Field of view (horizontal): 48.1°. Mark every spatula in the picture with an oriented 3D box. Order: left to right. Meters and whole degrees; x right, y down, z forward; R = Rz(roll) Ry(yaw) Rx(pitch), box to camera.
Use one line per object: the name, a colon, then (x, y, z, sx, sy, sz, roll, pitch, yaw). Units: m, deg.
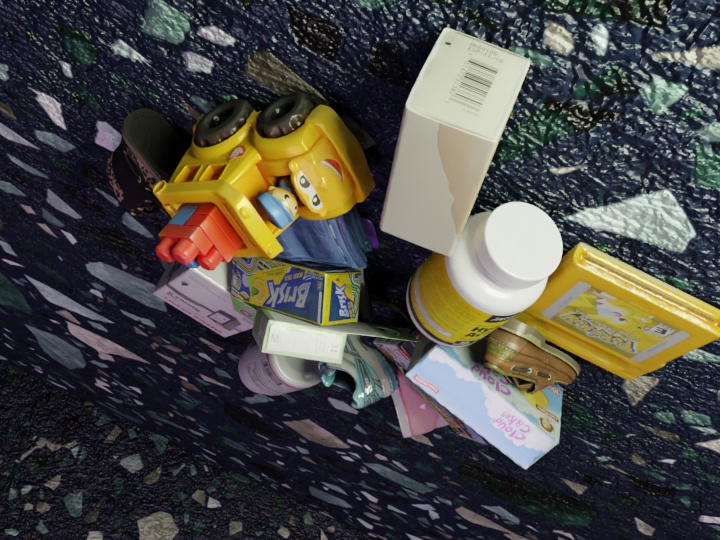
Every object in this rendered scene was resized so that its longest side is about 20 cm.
spatula: (0.000, 0.000, 1.047, 0.056, 0.021, 0.200, 16, 137, 21)

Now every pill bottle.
pill bottle: (-0.135, 0.155, 1.390, 0.113, 0.113, 0.200, 34, 154, -16)
pill bottle: (0.129, 0.005, 0.853, 0.111, 0.111, 0.200, 28, 155, -4)

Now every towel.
towel: (-0.087, -0.058, 0.995, 0.200, 0.049, 0.112, 9, 139, 35)

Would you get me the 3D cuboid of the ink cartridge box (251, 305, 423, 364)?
ink cartridge box: (-0.036, 0.089, 1.060, 0.200, 0.048, 0.146, 11, -178, -13)

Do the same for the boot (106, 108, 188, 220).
boot: (-0.246, -0.095, 1.023, 0.200, 0.073, 0.151, 53, 151, -11)

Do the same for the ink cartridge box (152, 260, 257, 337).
ink cartridge box: (-0.214, 0.023, 1.243, 0.145, 0.084, 0.200, 35, 154, -18)

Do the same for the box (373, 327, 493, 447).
box: (0.112, 0.163, 1.152, 0.200, 0.035, 0.110, 48, 165, -11)

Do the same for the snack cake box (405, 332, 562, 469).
snack cake box: (0.162, 0.145, 1.038, 0.200, 0.115, 0.067, 38, 120, -6)

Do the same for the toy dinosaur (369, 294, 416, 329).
toy dinosaur: (-0.020, 0.033, 1.138, 0.200, 0.060, 0.106, 8, 166, 12)

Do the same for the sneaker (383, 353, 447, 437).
sneaker: (0.098, 0.180, 1.281, 0.105, 0.075, 0.200, -12, 125, 6)

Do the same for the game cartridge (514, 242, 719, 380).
game cartridge: (0.277, 0.055, 0.905, 0.176, 0.032, 0.200, 26, 154, 0)

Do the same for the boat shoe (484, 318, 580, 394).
boat shoe: (0.207, 0.115, 0.999, 0.072, 0.068, 0.200, 20, 172, 44)

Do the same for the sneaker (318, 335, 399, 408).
sneaker: (-0.035, 0.123, 1.207, 0.200, 0.086, 0.078, 43, 152, 28)

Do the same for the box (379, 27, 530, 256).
box: (0.077, -0.104, 0.716, 0.078, 0.095, 0.200, 23, 156, 6)

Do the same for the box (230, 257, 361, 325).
box: (-0.090, 0.019, 1.069, 0.064, 0.070, 0.200, -3, -169, -44)

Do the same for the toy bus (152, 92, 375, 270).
toy bus: (-0.114, -0.073, 0.829, 0.200, 0.192, 0.136, 3, 137, 38)
